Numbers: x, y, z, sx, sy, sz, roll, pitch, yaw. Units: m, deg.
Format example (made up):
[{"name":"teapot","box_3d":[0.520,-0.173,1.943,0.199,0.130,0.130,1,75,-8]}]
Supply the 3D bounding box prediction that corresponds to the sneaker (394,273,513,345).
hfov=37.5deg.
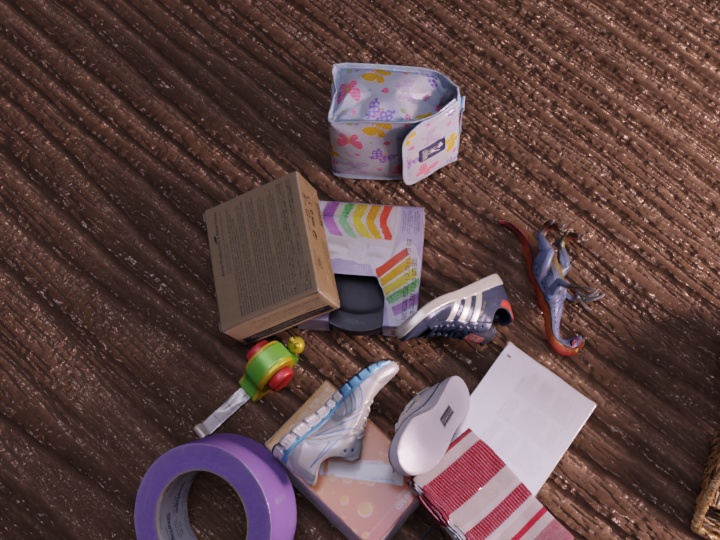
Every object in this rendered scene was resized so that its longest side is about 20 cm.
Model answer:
[{"name":"sneaker","box_3d":[0.140,0.074,1.494,0.198,0.075,0.085,-22,80,-31]}]

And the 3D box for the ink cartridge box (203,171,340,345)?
[{"name":"ink cartridge box","box_3d":[-0.129,-0.017,1.523,0.163,0.075,0.203,-21,62,18]}]

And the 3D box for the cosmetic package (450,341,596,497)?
[{"name":"cosmetic package","box_3d":[0.209,0.224,1.468,0.150,0.052,0.201,36,73,12]}]

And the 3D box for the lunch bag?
[{"name":"lunch bag","box_3d":[0.053,-0.215,1.584,0.196,0.170,0.129,2,66,1]}]

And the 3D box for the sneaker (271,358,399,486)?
[{"name":"sneaker","box_3d":[-0.015,0.199,1.374,0.200,0.075,0.087,-42,80,-7]}]

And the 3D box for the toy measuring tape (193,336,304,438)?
[{"name":"toy measuring tape","box_3d":[-0.157,0.159,1.491,0.199,0.074,0.074,-40,72,-14]}]

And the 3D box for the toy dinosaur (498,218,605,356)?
[{"name":"toy dinosaur","box_3d":[0.284,0.029,1.554,0.198,0.104,0.184,8,78,44]}]

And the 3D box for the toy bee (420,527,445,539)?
[{"name":"toy bee","box_3d":[0.037,0.422,1.348,0.130,0.109,0.202,32,93,-25]}]

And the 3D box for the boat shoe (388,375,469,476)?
[{"name":"boat shoe","box_3d":[0.080,0.210,1.399,0.199,0.065,0.075,-34,101,-53]}]

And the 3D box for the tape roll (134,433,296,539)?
[{"name":"tape roll","box_3d":[-0.188,0.318,1.373,0.197,0.085,0.204,0,91,21]}]

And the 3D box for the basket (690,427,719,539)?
[{"name":"basket","box_3d":[0.554,0.296,1.383,0.197,0.143,0.151,20,69,9]}]

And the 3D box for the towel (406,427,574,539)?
[{"name":"towel","box_3d":[0.169,0.309,1.365,0.200,0.023,0.143,46,47,16]}]

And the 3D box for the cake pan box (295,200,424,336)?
[{"name":"cake pan box","box_3d":[0.000,0.000,1.563,0.181,0.052,0.203,5,69,5]}]

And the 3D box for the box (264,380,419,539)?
[{"name":"box","box_3d":[-0.016,0.269,1.428,0.199,0.098,0.124,41,73,15]}]
